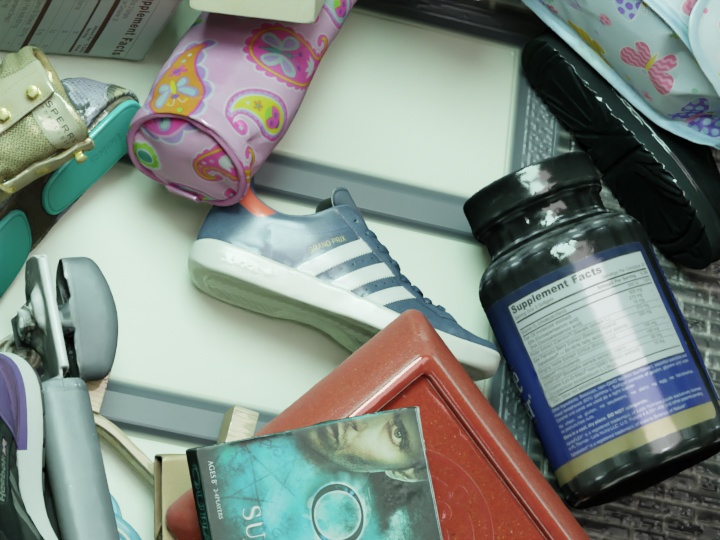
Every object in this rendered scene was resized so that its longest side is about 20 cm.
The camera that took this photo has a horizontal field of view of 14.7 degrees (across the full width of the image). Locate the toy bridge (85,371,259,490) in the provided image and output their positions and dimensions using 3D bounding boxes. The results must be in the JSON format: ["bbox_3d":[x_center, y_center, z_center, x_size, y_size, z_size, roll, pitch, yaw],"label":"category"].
[{"bbox_3d":[-0.077,0.114,1.640,0.200,0.027,0.067,20,68,-12],"label":"toy bridge"}]

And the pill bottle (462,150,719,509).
[{"bbox_3d":[0.140,0.034,1.698,0.112,0.112,0.200,-18,78,-24],"label":"pill bottle"}]

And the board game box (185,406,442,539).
[{"bbox_3d":[-0.014,0.185,1.558,0.135,0.028,0.200,-10,88,-19],"label":"board game box"}]

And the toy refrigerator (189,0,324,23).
[{"bbox_3d":[-0.051,-0.250,1.599,0.076,0.200,0.070,7,24,6],"label":"toy refrigerator"}]

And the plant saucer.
[{"bbox_3d":[0.023,0.157,1.607,0.200,0.037,0.200,-39,98,-18],"label":"plant saucer"}]

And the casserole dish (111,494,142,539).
[{"bbox_3d":[-0.194,0.197,1.565,0.121,0.039,0.200,32,65,-6],"label":"casserole dish"}]

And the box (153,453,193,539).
[{"bbox_3d":[-0.023,0.187,1.621,0.200,0.021,0.164,2,83,-19],"label":"box"}]

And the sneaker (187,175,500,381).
[{"bbox_3d":[0.000,0.000,1.681,0.200,0.075,0.085,24,70,-10],"label":"sneaker"}]

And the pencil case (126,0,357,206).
[{"bbox_3d":[-0.064,-0.131,1.686,0.087,0.087,0.200,33,54,-6],"label":"pencil case"}]

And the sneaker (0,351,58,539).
[{"bbox_3d":[-0.212,0.136,1.499,0.088,0.076,0.200,20,52,-60],"label":"sneaker"}]

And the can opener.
[{"bbox_3d":[-0.155,0.082,1.574,0.067,0.053,0.200,-6,67,-22],"label":"can opener"}]

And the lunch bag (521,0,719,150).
[{"bbox_3d":[0.218,-0.190,1.729,0.200,0.127,0.170,45,67,6],"label":"lunch bag"}]

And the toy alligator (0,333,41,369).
[{"bbox_3d":[-0.255,0.085,1.572,0.200,0.054,0.059,-36,86,-26],"label":"toy alligator"}]

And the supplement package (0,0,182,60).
[{"bbox_3d":[-0.212,-0.204,1.654,0.200,0.117,0.117,2,71,-19],"label":"supplement package"}]

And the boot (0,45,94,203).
[{"bbox_3d":[-0.222,-0.044,1.539,0.155,0.200,0.073,-27,119,3],"label":"boot"}]

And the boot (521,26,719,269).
[{"bbox_3d":[0.216,-0.118,1.802,0.162,0.073,0.198,-34,81,-26],"label":"boot"}]

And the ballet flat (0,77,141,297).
[{"bbox_3d":[-0.209,-0.040,1.635,0.072,0.072,0.200,40,64,-3],"label":"ballet flat"}]
